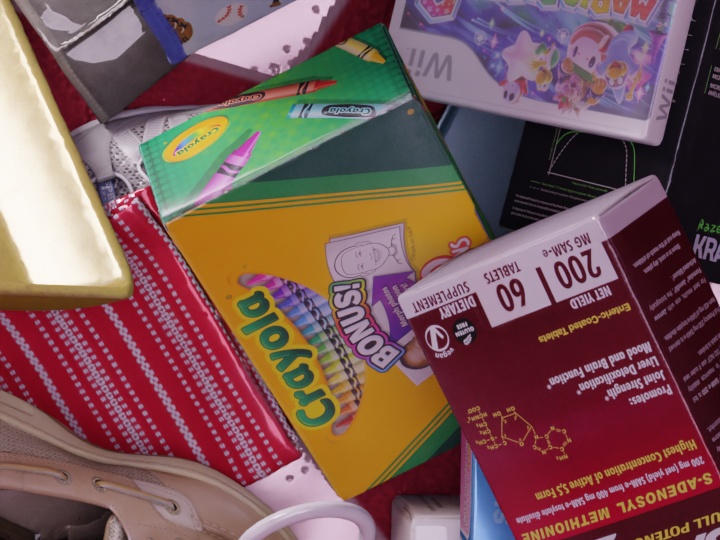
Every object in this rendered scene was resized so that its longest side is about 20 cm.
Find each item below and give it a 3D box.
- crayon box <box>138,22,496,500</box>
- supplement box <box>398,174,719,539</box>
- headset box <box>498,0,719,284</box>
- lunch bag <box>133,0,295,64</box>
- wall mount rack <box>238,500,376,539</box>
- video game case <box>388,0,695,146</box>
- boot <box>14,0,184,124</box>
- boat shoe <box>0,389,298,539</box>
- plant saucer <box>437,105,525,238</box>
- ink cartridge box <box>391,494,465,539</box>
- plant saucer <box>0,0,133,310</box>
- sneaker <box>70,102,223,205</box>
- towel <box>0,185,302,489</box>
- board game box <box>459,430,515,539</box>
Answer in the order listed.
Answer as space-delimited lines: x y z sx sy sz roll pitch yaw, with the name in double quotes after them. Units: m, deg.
0.000 0.000 1.299 0.119 0.058 0.200 -27 133 5 "crayon box"
0.110 0.075 1.224 0.109 0.061 0.200 -23 96 36 "supplement box"
0.171 -0.093 1.313 0.174 0.093 0.201 13 92 -45 "headset box"
-0.059 -0.222 1.266 0.170 0.124 0.200 -25 62 0 "lunch bag"
-0.061 0.183 1.290 0.173 0.200 0.075 -3 53 -22 "wall mount rack"
0.088 -0.162 1.261 0.143 0.018 0.201 14 91 36 "video game case"
-0.043 -0.134 1.337 0.200 0.073 0.182 -39 83 -9 "boot"
-0.110 0.115 1.287 0.200 0.065 0.072 28 120 -28 "boat shoe"
0.079 -0.081 1.382 0.070 0.019 0.200 27 90 -7 "plant saucer"
0.114 0.179 1.369 0.199 0.086 0.148 1 93 -8 "ink cartridge box"
-0.217 -0.054 1.258 0.200 0.200 0.048 4 138 -40 "plant saucer"
-0.072 -0.044 1.334 0.200 0.082 0.075 -20 96 -5 "sneaker"
-0.144 0.066 1.330 0.200 0.022 0.145 -27 101 15 "towel"
0.118 0.151 1.305 0.153 0.040 0.201 0 92 -7 "board game box"
